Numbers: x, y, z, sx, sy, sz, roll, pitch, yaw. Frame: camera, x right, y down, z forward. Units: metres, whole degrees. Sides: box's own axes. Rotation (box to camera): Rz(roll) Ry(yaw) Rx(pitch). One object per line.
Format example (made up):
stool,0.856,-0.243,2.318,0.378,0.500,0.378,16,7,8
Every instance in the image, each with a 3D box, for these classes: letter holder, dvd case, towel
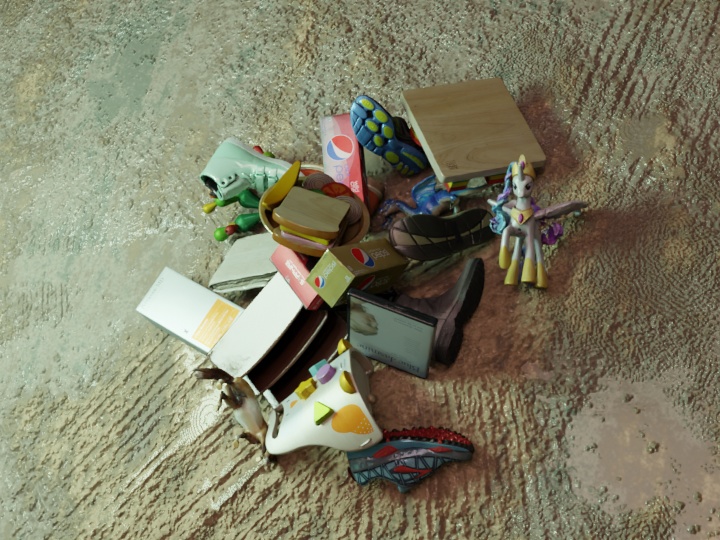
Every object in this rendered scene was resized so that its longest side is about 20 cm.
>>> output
letter holder,-0.132,0.124,1.583,0.200,0.101,0.142,-49,60,10
dvd case,0.046,0.102,1.490,0.143,0.200,0.018,20,62,10
towel,-0.168,-0.022,1.689,0.200,0.034,0.133,-9,37,33

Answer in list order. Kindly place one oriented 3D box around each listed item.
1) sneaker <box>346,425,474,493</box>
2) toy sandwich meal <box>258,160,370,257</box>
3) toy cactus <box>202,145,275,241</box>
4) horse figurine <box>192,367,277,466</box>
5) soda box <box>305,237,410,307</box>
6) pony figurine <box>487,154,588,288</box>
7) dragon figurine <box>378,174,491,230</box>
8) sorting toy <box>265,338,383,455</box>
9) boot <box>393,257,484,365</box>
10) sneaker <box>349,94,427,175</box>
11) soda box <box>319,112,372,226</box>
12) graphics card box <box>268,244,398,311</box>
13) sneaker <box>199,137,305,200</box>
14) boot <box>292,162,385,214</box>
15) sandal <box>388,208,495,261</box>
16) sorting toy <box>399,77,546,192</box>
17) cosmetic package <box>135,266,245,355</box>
sneaker,0.079,0.298,1.484,0.200,0.079,0.096,-2,99,5
toy sandwich meal,-0.075,-0.103,1.545,0.205,0.070,0.205,7,45,-7
toy cactus,-0.193,-0.134,1.773,0.165,0.102,0.200,25,66,17
horse figurine,-0.189,0.229,1.515,0.050,0.133,0.200,-31,88,10
soda box,0.000,0.000,1.513,0.064,0.200,0.068,44,115,15
pony figurine,0.275,-0.074,1.541,0.166,0.193,0.200,1,84,22
dragon figurine,0.127,-0.126,1.671,0.200,0.059,0.099,-37,60,0
sorting toy,-0.070,0.214,1.499,0.180,0.107,0.200,-31,23,10
boot,0.120,0.054,1.584,0.132,0.070,0.200,14,66,29
sneaker,0.044,-0.245,1.684,0.071,0.200,0.083,-35,45,19
soda box,-0.027,-0.174,1.671,0.070,0.063,0.200,-8,73,9
graphics card box,-0.042,0.012,1.583,0.051,0.200,0.125,-54,55,22
sneaker,-0.189,-0.149,1.696,0.200,0.074,0.118,26,60,14
boot,-0.065,-0.133,1.734,0.200,0.075,0.107,16,76,23
sandal,0.138,-0.057,1.608,0.201,0.057,0.080,-8,83,-25
sorting toy,0.189,-0.233,1.660,0.200,0.070,0.199,-12,60,-19
cosmetic package,-0.292,0.084,1.701,0.200,0.071,0.101,25,75,28
